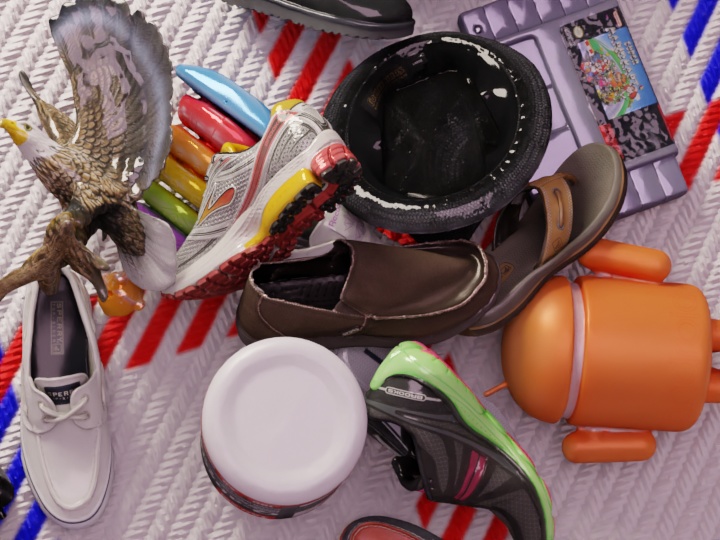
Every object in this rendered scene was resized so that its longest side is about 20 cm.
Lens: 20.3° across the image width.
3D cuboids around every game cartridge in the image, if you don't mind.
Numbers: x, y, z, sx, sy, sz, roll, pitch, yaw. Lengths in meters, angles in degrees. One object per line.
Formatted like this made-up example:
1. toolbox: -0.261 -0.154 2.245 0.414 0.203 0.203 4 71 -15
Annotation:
1. game cartridge: 0.172 -0.134 1.616 0.129 0.038 0.201 -21 81 -4

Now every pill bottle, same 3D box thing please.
1. pill bottle: -0.059 0.120 1.459 0.115 0.200 0.117 1 78 -5

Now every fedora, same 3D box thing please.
1. fedora: 0.062 -0.087 1.548 0.199 0.092 0.202 -7 51 9

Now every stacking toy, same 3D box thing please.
1. stacking toy: -0.135 -0.046 1.547 0.116 0.110 0.201 35 89 19

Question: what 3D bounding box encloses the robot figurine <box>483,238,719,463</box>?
1. robot figurine: 0.194 0.061 1.536 0.198 0.145 0.117 4 39 -4

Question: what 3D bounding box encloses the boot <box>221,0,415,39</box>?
1. boot: -0.023 -0.291 1.551 0.164 0.066 0.202 14 110 13

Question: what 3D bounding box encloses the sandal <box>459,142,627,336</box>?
1. sandal: 0.128 -0.033 1.523 0.200 0.082 0.055 -42 126 -18

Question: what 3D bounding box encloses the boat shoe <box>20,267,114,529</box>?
1. boat shoe: -0.223 0.093 1.520 0.071 0.066 0.202 -1 78 -5

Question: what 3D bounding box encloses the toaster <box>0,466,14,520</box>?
1. toaster: -0.349 0.166 1.429 0.180 0.200 0.119 -34 87 -10

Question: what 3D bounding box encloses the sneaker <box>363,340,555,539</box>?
1. sneaker: 0.070 0.138 1.475 0.084 0.077 0.200 -41 110 0

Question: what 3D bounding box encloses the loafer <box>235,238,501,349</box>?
1. loafer: 0.005 0.015 1.460 0.198 0.071 0.073 -12 54 -3

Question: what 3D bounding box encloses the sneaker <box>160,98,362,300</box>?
1. sneaker: -0.082 -0.047 1.472 0.200 0.078 0.082 -42 68 29

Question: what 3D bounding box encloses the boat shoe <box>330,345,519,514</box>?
1. boat shoe: 0.046 0.112 1.538 0.200 0.071 0.072 45 64 -15

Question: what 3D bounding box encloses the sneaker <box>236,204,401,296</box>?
1. sneaker: 0.000 0.000 1.536 0.198 0.100 0.075 11 46 -3

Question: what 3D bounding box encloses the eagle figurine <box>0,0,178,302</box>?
1. eagle figurine: -0.206 -0.086 1.486 0.150 0.151 0.201 -3 50 14

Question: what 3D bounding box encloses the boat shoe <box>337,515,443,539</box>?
1. boat shoe: 0.069 0.250 1.514 0.199 0.063 0.071 36 80 4
